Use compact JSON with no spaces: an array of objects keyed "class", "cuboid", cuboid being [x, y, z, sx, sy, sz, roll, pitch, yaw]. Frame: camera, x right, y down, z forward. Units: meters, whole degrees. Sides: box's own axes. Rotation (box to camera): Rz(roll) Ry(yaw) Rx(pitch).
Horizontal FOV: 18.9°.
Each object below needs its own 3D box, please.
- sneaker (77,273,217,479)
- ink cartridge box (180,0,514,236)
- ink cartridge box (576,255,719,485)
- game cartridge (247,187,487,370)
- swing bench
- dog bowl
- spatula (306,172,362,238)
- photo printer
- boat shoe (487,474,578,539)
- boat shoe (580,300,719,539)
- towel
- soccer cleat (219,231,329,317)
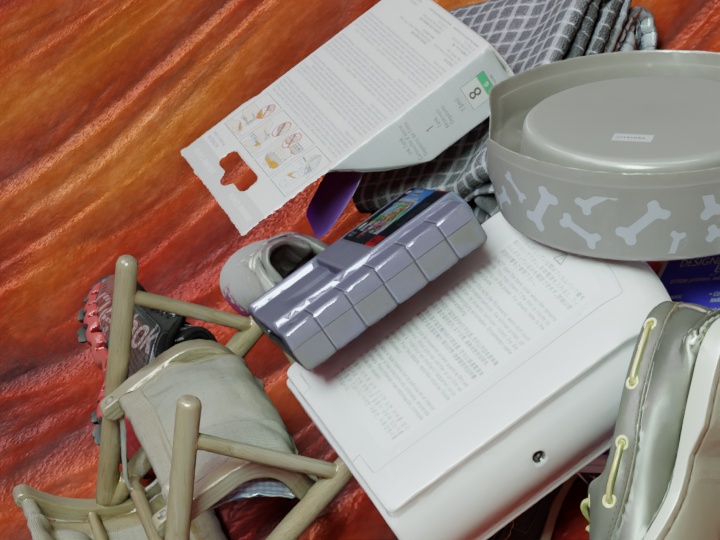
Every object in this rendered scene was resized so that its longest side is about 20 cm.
[{"class":"sneaker","cuboid":[-0.145,0.059,1.543,0.098,0.071,0.201,-36,35,12]},{"class":"ink cartridge box","cuboid":[-0.009,-0.098,1.434,0.200,0.050,0.161,-39,30,-1]},{"class":"ink cartridge box","cuboid":[0.234,0.037,1.179,0.198,0.043,0.200,-3,50,45]},{"class":"game cartridge","cuboid":[0.000,0.000,1.257,0.130,0.038,0.200,-40,8,-5]},{"class":"swing bench","cuboid":[-0.113,0.130,1.356,0.200,0.129,0.199,-65,28,19]},{"class":"dog bowl","cuboid":[0.163,-0.065,1.208,0.199,0.059,0.200,-4,24,2]},{"class":"spatula","cuboid":[-0.014,-0.066,1.490,0.057,0.021,0.200,-59,4,13]},{"class":"photo printer","cuboid":[0.074,0.053,1.193,0.200,0.070,0.166,-37,37,-4]},{"class":"boat shoe","cuboid":[0.088,0.113,1.230,0.200,0.062,0.075,-51,33,-14]},{"class":"boat shoe","cuboid":[0.150,0.115,1.103,0.060,0.072,0.202,18,91,40]},{"class":"towel","cuboid":[0.094,-0.105,1.461,0.165,0.086,0.200,-7,47,44]},{"class":"soccer cleat","cuboid":[-0.049,0.000,1.491,0.070,0.086,0.200,-51,33,-14]}]
